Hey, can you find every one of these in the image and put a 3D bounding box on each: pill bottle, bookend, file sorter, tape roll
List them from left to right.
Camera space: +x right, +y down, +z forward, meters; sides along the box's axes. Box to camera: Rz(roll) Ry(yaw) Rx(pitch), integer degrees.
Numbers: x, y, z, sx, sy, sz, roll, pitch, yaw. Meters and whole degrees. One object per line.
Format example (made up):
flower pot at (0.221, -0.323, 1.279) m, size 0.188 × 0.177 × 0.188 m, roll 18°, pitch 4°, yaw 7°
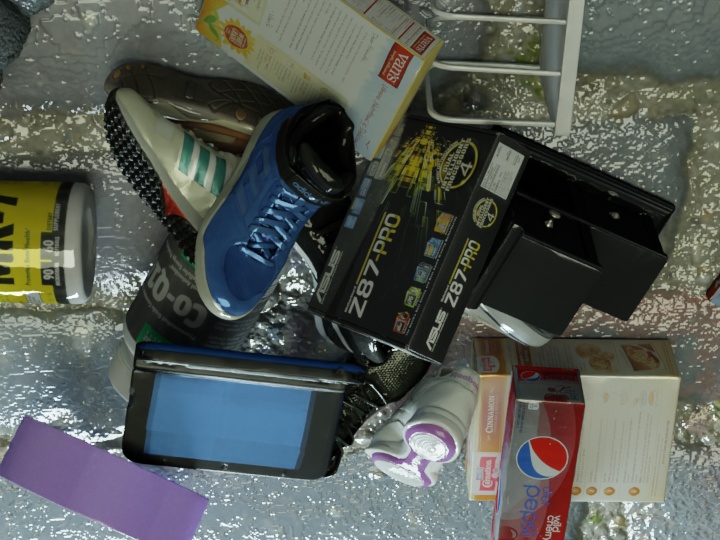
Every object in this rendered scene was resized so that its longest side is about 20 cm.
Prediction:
pill bottle at (-0.351, -0.027, 1.545) m, size 0.200 × 0.114 × 0.114 m, roll 1°, pitch 120°, yaw -1°
tape roll at (-0.251, 0.211, 1.633) m, size 0.200 × 0.200 × 0.066 m, roll 27°, pitch 81°, yaw -15°
pill bottle at (-0.156, 0.037, 1.583) m, size 0.113 × 0.113 × 0.200 m, roll 24°, pitch 116°, yaw -13°
file sorter at (0.120, -0.235, 1.417) m, size 0.124 × 0.139 × 0.200 m, roll 2°, pitch 120°, yaw -1°
bookend at (0.193, -0.017, 1.507) m, size 0.199 × 0.200 × 0.092 m, roll 23°, pitch 117°, yaw -12°

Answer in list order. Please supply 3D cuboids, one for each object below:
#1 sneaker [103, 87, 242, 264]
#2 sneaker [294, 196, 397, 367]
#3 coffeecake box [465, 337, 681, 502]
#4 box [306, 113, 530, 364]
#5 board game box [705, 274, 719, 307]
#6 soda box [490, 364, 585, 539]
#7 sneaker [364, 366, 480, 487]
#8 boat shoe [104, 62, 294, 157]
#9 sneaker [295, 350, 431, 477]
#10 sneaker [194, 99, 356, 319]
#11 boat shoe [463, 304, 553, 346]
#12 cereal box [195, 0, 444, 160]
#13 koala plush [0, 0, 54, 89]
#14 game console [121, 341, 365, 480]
sneaker at (-0.143, -0.086, 1.472) m, size 0.093 × 0.070 × 0.200 m, roll -37°, pitch 93°, yaw -25°
sneaker at (0.000, 0.000, 1.559) m, size 0.073 × 0.112 × 0.200 m, roll -33°, pitch 129°, yaw -25°
coffeecake box at (0.209, 0.150, 1.674) m, size 0.200 × 0.073 × 0.154 m, roll 1°, pitch 120°, yaw -1°
box at (0.048, -0.032, 1.452) m, size 0.049 × 0.161 × 0.200 m, roll 25°, pitch 87°, yaw -34°
board game box at (0.433, -0.027, 1.607) m, size 0.103 × 0.019 × 0.200 m, roll 27°, pitch 116°, yaw -13°
soda box at (0.171, 0.192, 1.619) m, size 0.070 × 0.063 × 0.200 m, roll 4°, pitch 119°, yaw -1°
sneaker at (0.069, 0.154, 1.653) m, size 0.075 × 0.100 × 0.200 m, roll 32°, pitch 153°, yaw -7°
boat shoe at (-0.136, -0.131, 1.518) m, size 0.200 × 0.076 × 0.072 m, roll 15°, pitch 125°, yaw -1°
sneaker at (-0.012, 0.140, 1.645) m, size 0.199 × 0.114 × 0.076 m, roll -29°, pitch 118°, yaw 13°
sneaker at (-0.066, -0.055, 1.400) m, size 0.077 × 0.200 × 0.111 m, roll 34°, pitch 156°, yaw -26°
boat shoe at (0.099, 0.008, 1.604) m, size 0.200 × 0.074 × 0.067 m, roll 44°, pitch 126°, yaw -12°
cereal box at (-0.039, -0.200, 1.421) m, size 0.200 × 0.040 × 0.144 m, roll 37°, pitch 143°, yaw 4°
koala plush at (-0.369, -0.227, 1.411) m, size 0.200 × 0.184 × 0.177 m, roll 26°, pitch 117°, yaw -28°
game console at (-0.110, 0.132, 1.511) m, size 0.200 × 0.171 × 0.118 m, roll 6°, pitch 87°, yaw -9°
